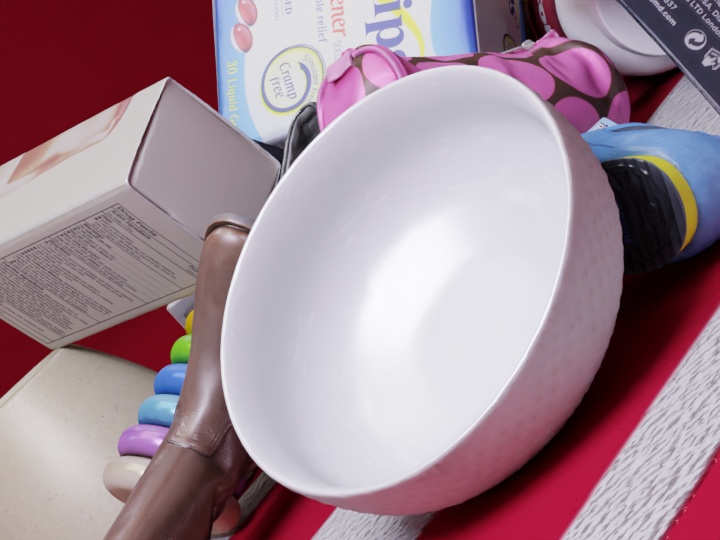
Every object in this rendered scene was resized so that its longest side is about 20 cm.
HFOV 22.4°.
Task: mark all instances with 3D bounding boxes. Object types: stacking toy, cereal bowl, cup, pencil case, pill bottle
[{"bbox_3d":[-0.084,0.053,1.102,0.085,0.085,0.200,-27,41,65],"label":"stacking toy"},{"bbox_3d":[0.035,0.017,0.794,0.200,0.083,0.200,-24,50,33],"label":"cereal bowl"},{"bbox_3d":[-0.185,0.134,1.215,0.200,0.143,0.200,-43,7,7],"label":"cup"},{"bbox_3d":[0.066,-0.100,1.095,0.200,0.094,0.091,-7,-14,-42],"label":"pencil case"},{"bbox_3d":[0.180,-0.188,1.228,0.113,0.113,0.200,-43,7,1],"label":"pill bottle"}]

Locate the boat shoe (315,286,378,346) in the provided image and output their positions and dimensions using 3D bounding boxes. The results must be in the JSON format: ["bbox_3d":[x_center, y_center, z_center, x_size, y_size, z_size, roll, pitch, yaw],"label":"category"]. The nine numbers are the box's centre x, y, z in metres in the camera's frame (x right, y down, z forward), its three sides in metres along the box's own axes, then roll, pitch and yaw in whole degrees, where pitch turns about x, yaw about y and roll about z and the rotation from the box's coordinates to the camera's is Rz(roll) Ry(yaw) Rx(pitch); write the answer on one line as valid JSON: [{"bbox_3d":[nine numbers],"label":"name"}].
[{"bbox_3d":[0.017,-0.008,0.954,0.063,0.074,0.201,-48,1,24],"label":"boat shoe"}]

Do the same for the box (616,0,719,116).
[{"bbox_3d":[0.237,-0.194,0.948,0.200,0.117,0.197,-41,7,20],"label":"box"}]

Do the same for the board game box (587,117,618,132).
[{"bbox_3d":[0.081,-0.001,1.001,0.200,0.034,0.134,-42,8,5],"label":"board game box"}]

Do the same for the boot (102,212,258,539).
[{"bbox_3d":[-0.093,0.095,0.938,0.186,0.064,0.200,86,-152,-44],"label":"boot"}]

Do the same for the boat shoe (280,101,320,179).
[{"bbox_3d":[-0.027,-0.021,1.069,0.072,0.071,0.200,-39,31,29],"label":"boat shoe"}]

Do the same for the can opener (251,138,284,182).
[{"bbox_3d":[-0.017,-0.042,1.197,0.079,0.200,0.063,-59,29,17],"label":"can opener"}]

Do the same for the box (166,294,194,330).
[{"bbox_3d":[-0.075,0.011,1.481,0.112,0.101,0.200,-42,8,7],"label":"box"}]

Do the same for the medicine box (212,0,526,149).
[{"bbox_3d":[0.007,-0.165,1.263,0.200,0.103,0.182,-17,62,25],"label":"medicine box"}]

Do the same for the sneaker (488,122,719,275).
[{"bbox_3d":[0.103,-0.034,0.861,0.078,0.066,0.200,-25,15,-37],"label":"sneaker"}]

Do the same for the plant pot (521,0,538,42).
[{"bbox_3d":[0.054,-0.120,1.374,0.200,0.186,0.186,-63,15,-23],"label":"plant pot"}]

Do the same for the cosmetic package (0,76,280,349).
[{"bbox_3d":[-0.158,-0.031,1.129,0.200,0.103,0.087,-19,44,41],"label":"cosmetic package"}]
